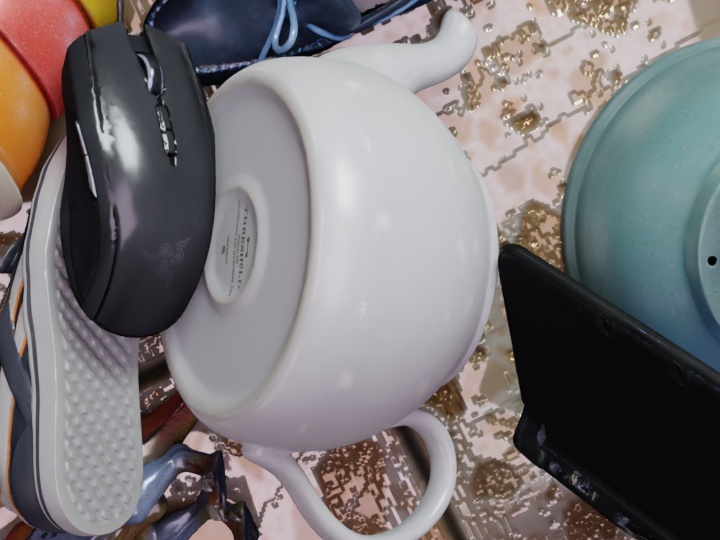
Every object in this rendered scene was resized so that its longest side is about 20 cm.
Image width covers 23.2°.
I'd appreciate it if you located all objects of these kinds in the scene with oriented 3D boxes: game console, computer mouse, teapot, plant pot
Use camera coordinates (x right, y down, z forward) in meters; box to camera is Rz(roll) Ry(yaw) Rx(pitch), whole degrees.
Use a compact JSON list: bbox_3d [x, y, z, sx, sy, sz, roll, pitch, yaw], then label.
[{"bbox_3d":[0.169,0.078,0.802,0.175,0.200,0.117,1,114,-39],"label":"game console"},{"bbox_3d":[-0.120,-0.074,0.784,0.140,0.046,0.202,7,80,-40],"label":"computer mouse"},{"bbox_3d":[0.000,0.000,0.842,0.145,0.198,0.201,8,128,-31],"label":"teapot"},{"bbox_3d":[0.208,-0.016,0.863,0.199,0.134,0.202,0,97,-3],"label":"plant pot"}]

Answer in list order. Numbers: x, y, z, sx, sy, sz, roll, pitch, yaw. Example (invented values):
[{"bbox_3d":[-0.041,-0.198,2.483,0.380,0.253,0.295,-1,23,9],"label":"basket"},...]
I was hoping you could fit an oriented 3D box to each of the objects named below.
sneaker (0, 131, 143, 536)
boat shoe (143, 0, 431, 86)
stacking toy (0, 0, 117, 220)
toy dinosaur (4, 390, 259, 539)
[{"bbox_3d":[-0.147,0.026,0.851,0.078,0.079,0.202,15,76,-44],"label":"sneaker"},{"bbox_3d":[-0.018,-0.152,0.866,0.199,0.069,0.085,-27,97,1],"label":"boat shoe"},{"bbox_3d":[-0.165,-0.138,0.849,0.146,0.146,0.200,42,74,-7],"label":"stacking toy"},{"bbox_3d":[-0.147,0.143,0.910,0.180,0.105,0.201,-11,60,11],"label":"toy dinosaur"}]
